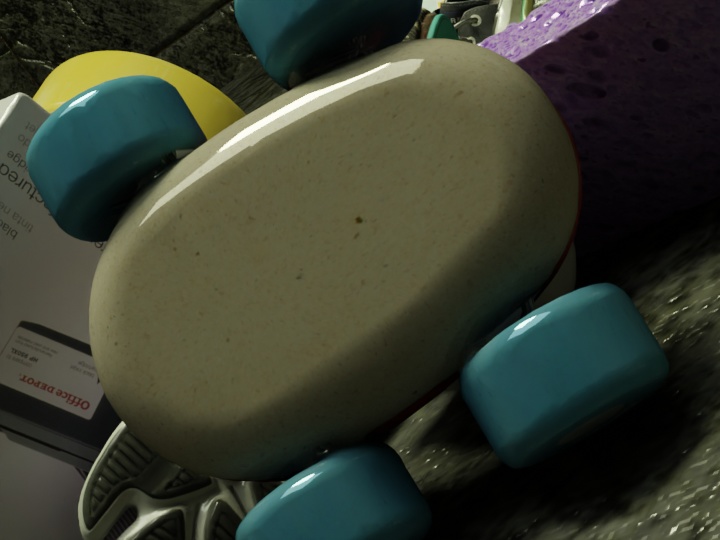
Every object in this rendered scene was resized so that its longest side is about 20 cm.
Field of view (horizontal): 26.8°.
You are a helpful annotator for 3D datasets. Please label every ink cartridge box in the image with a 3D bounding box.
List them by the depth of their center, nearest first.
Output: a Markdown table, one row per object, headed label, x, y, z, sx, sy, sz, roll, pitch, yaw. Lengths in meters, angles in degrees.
| label | x | y | z | sx | sy | sz | roll | pitch | yaw |
| --- | --- | --- | --- | --- | --- | --- | --- | --- | --- |
| ink cartridge box | -0.154 | 0.051 | 0.634 | 0.084 | 0.145 | 0.200 | -10 | 47 | 52 |

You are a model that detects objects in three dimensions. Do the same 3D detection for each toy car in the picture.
| label | x | y | z | sx | sy | sz | roll | pitch | yaw |
| --- | --- | --- | --- | --- | --- | --- | --- | --- | --- |
| toy car | 0.012 | 0.006 | 0.562 | 0.177 | 0.185 | 0.200 | -35 | -17 | 11 |

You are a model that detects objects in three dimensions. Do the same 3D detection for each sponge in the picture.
| label | x | y | z | sx | sy | sz | roll | pitch | yaw |
| --- | --- | --- | --- | --- | --- | --- | --- | --- | --- |
| sponge | 0.112 | -0.069 | 0.584 | 0.200 | 0.111 | 0.030 | -27 | 42 | 39 |

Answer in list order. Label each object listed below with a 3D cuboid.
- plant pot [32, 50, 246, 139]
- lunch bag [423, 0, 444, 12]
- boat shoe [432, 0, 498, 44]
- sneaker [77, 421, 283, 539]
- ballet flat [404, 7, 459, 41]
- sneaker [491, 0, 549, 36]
| label | x | y | z | sx | sy | sz | roll | pitch | yaw |
| --- | --- | --- | --- | --- | --- | --- | --- | --- | --- |
| plant pot | -0.183 | -0.023 | 1.093 | 0.201 | 0.201 | 0.189 | -24 | 32 | 45 |
| lunch bag | 0.090 | -0.180 | 1.059 | 0.170 | 0.122 | 0.200 | -29 | 25 | 12 |
| boat shoe | 0.073 | -0.152 | 0.934 | 0.070 | 0.066 | 0.200 | 8 | 70 | 43 |
| sneaker | -0.039 | 0.069 | 0.634 | 0.200 | 0.081 | 0.083 | -38 | -7 | -41 |
| ballet flat | 0.010 | -0.061 | 0.725 | 0.075 | 0.068 | 0.200 | -17 | 32 | 17 |
| sneaker | 0.109 | -0.101 | 0.766 | 0.077 | 0.088 | 0.200 | 89 | -164 | -51 |
